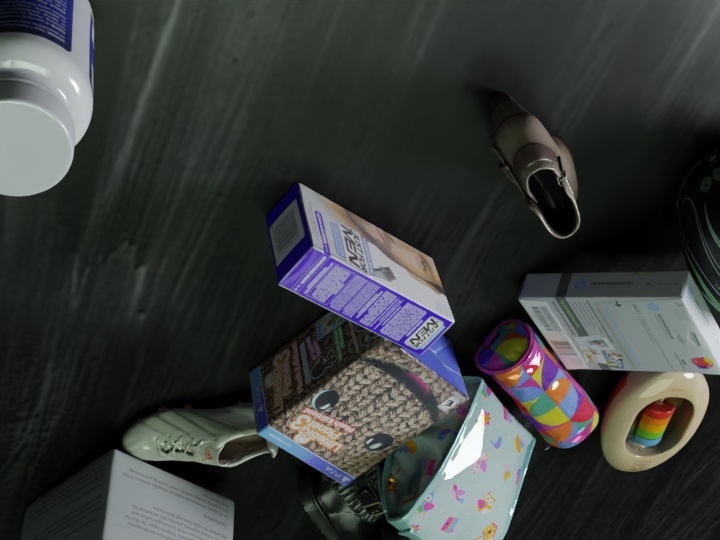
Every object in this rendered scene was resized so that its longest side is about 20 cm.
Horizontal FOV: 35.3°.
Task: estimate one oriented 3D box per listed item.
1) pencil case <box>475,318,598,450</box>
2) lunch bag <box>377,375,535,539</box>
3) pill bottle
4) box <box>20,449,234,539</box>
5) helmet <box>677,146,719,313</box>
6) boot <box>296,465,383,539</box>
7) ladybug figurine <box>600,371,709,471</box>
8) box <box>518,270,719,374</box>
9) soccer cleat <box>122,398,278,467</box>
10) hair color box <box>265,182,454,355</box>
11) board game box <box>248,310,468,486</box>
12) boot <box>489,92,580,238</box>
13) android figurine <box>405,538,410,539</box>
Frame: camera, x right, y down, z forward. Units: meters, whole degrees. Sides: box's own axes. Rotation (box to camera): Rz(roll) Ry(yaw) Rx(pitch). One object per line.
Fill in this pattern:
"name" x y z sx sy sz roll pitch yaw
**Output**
"pencil case" 0.218 0.143 1.397 0.088 0.089 0.200 -30 130 14
"lunch bag" 0.112 0.251 1.385 0.121 0.201 0.170 4 149 42
"pill bottle" -0.279 -0.158 0.930 0.118 0.201 0.121 -6 132 -7
"box" -0.291 0.362 1.395 0.199 0.173 0.198 -34 131 31
"helmet" 0.444 -0.028 1.219 0.197 0.192 0.201 -6 132 -7
"boot" 0.027 0.314 1.507 0.157 0.080 0.212 -25 132 10
"ladybug figurine" 0.375 0.183 1.474 0.134 0.072 0.201 3 130 -16
"box" 0.303 0.061 1.302 0.198 0.041 0.156 -1 144 38
"soccer cleat" -0.191 0.202 1.352 0.198 0.078 0.070 -10 133 4
"hair color box" 0.000 0.000 1.199 0.199 0.110 0.065 29 119 -33
"board game box" -0.004 0.135 1.327 0.199 0.097 0.159 -38 128 20
"boot" 0.187 -0.086 1.139 0.070 0.147 0.200 -33 131 15
"android figurine" 0.075 0.379 1.523 0.200 0.041 0.182 -45 172 -14
